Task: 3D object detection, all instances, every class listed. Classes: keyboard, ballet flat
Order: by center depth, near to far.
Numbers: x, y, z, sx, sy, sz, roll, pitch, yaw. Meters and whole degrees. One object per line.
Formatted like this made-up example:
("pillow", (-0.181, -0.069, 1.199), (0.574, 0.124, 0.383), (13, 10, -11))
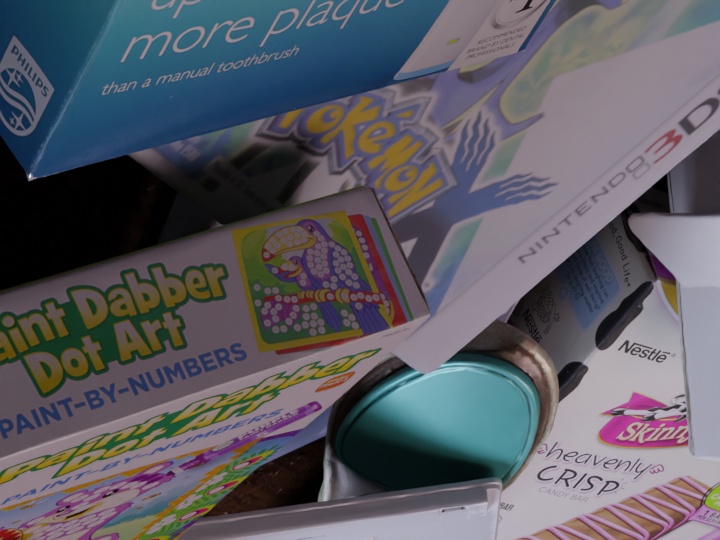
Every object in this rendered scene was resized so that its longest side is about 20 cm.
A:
("keyboard", (-0.053, 0.095, 0.884), (0.199, 0.011, 0.056), (-7, 154, -5))
("ballet flat", (0.018, 0.057, 0.922), (0.200, 0.067, 0.063), (119, -9, -52))

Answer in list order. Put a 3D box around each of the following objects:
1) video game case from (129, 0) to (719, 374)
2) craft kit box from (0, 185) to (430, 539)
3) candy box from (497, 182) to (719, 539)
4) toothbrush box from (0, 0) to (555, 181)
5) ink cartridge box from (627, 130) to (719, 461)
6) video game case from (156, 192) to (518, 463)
("video game case", (0.041, -0.064, 0.735), (0.182, 0.022, 0.200), (-40, 147, 8))
("craft kit box", (-0.109, 0.058, 0.717), (0.199, 0.049, 0.198), (-18, 162, -34))
("candy box", (0.094, 0.063, 1.028), (0.136, 0.061, 0.200), (14, 128, -34))
("toothbrush box", (0.005, -0.124, 0.515), (0.146, 0.085, 0.200), (-17, 151, -42))
("ink cartridge box", (0.200, -0.003, 0.916), (0.199, 0.126, 0.128), (-8, -176, -35))
("video game case", (0.000, 0.000, 0.868), (0.182, 0.023, 0.200), (-23, 156, -33))
